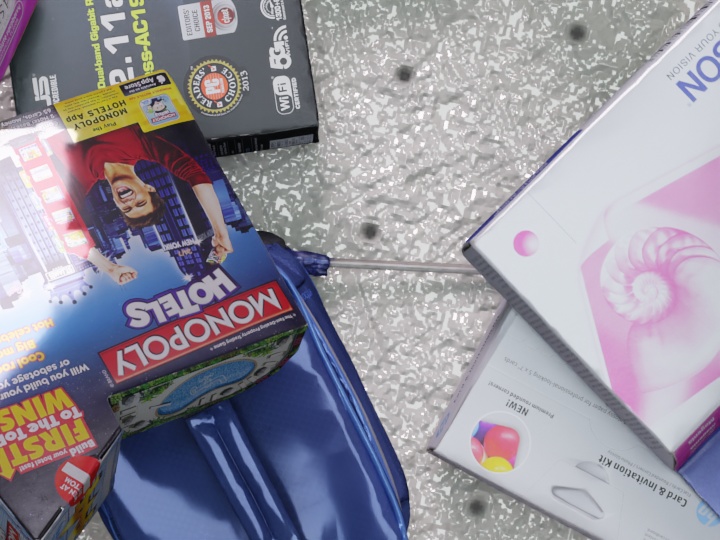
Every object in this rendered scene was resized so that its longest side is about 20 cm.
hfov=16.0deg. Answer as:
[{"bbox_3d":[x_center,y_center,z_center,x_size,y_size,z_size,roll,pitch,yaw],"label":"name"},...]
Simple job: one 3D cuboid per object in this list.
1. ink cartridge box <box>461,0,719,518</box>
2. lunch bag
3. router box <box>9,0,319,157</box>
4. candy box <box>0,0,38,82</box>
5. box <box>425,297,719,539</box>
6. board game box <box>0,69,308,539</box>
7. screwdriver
[{"bbox_3d":[0.187,-0.009,1.265,0.200,0.043,0.196,45,83,0],"label":"ink cartridge box"},{"bbox_3d":[-0.059,0.093,1.227,0.135,0.132,0.201,-27,92,4],"label":"lunch bag"},{"bbox_3d":[-0.108,-0.153,1.294,0.149,0.062,0.201,-9,85,-2],"label":"router box"},{"bbox_3d":[-0.269,-0.112,1.228,0.199,0.061,0.137,7,56,20],"label":"candy box"},{"bbox_3d":[0.147,0.039,1.298,0.155,0.041,0.201,27,84,-3],"label":"box"},{"bbox_3d":[-0.135,0.031,1.122,0.199,0.062,0.200,-19,64,-20],"label":"board game box"},{"bbox_3d":[0.000,0.000,1.306,0.199,0.028,0.029,7,56,-4],"label":"screwdriver"}]
